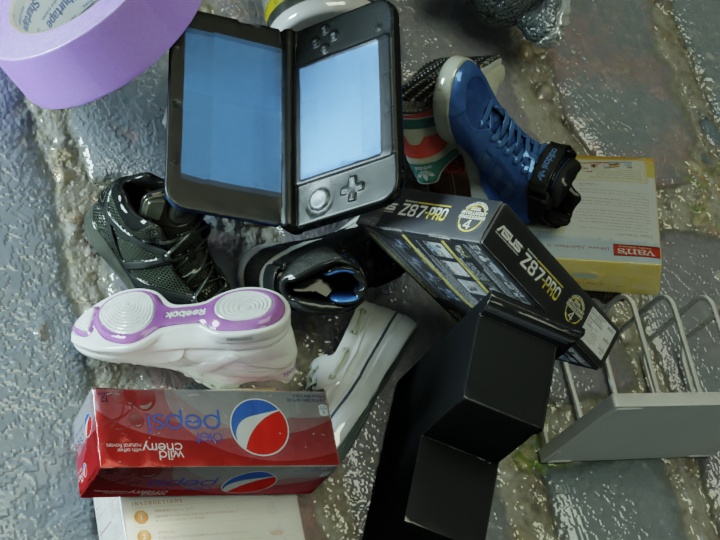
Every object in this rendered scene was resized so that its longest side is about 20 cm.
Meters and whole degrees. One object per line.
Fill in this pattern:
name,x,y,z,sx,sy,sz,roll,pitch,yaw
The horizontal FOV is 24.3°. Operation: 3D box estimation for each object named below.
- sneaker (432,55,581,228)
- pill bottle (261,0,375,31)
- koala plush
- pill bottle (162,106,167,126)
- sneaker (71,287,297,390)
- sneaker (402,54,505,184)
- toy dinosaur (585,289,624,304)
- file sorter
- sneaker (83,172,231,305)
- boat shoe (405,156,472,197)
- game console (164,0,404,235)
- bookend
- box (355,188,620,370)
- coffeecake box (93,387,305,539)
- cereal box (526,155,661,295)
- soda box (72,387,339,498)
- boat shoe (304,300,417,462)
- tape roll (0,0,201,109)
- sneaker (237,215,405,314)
sneaker,0.141,-0.112,1.505,0.111,0.200,0.077,13,55,31
pill bottle,-0.051,-0.312,1.666,0.114,0.114,0.200,0,63,-26
koala plush,0.167,-0.341,1.766,0.177,0.184,0.200,30,66,-8
pill bottle,-0.075,-0.137,1.556,0.200,0.113,0.113,24,55,-13
sneaker,-0.148,0.068,1.406,0.200,0.100,0.075,0,43,18
sneaker,0.087,-0.145,1.594,0.200,0.070,0.093,-44,129,-58
toy dinosaur,0.186,-0.006,1.642,0.106,0.060,0.200,-13,36,-20
file sorter,0.274,0.098,1.579,0.200,0.139,0.125,1,62,-26
sneaker,-0.152,-0.005,1.447,0.076,0.114,0.199,-37,85,-34
boat shoe,0.078,-0.111,1.647,0.072,0.076,0.200,8,53,-15
game console,-0.064,-0.144,1.429,0.118,0.171,0.200,29,52,-50
bookend,0.092,0.154,1.422,0.092,0.200,0.199,22,55,-13
box,0.113,0.007,1.466,0.200,0.161,0.049,43,68,-35
coffeecake box,-0.132,0.202,1.364,0.153,0.073,0.200,0,63,-26
cereal box,0.216,-0.049,1.617,0.144,0.040,0.200,4,34,6
soda box,-0.122,0.137,1.320,0.200,0.063,0.070,3,60,-25
boat shoe,-0.018,0.105,1.486,0.067,0.074,0.200,27,44,8
tape roll,-0.237,-0.238,1.481,0.066,0.200,0.200,51,44,-38
sneaker,0.000,0.000,1.510,0.200,0.112,0.073,-16,109,-25
